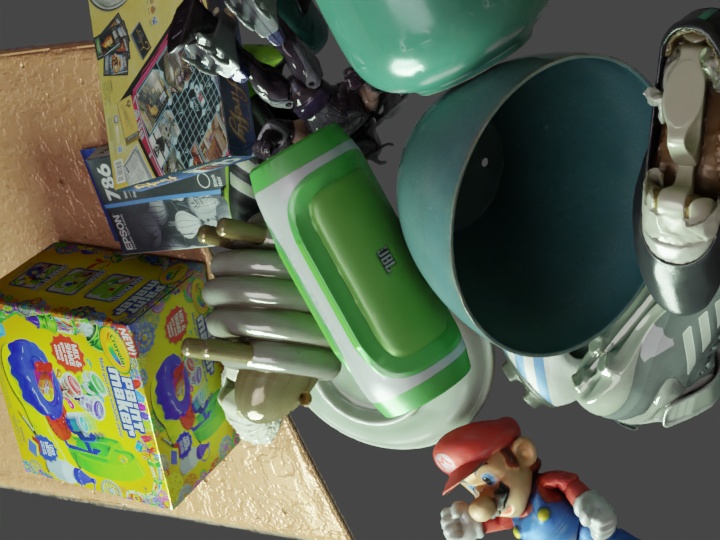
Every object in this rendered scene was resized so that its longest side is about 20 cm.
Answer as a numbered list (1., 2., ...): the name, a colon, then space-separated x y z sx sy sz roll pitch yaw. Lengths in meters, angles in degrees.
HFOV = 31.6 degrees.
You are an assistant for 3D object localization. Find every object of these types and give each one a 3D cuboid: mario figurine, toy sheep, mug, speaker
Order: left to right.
1. toy sheep: -0.063 0.018 0.988 0.136 0.137 0.203 6 85 31
2. speaker: 0.000 0.000 0.909 0.088 0.088 0.201 -26 96 41
3. mug: 0.052 -0.193 0.857 0.151 0.185 0.115 -26 105 16
4. mario figurine: 0.138 0.209 1.046 0.199 0.106 0.124 39 97 -2

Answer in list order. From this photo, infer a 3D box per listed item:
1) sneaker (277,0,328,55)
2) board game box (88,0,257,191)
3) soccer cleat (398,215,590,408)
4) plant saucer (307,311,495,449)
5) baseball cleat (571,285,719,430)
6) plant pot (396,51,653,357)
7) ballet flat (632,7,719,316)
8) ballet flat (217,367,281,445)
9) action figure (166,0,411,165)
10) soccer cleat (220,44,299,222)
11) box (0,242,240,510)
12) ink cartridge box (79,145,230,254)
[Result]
1. sneaker: -0.074 -0.251 0.941 0.079 0.072 0.201 -32 113 15
2. board game box: -0.154 -0.175 1.014 0.134 0.034 0.203 -11 86 38
3. soccer cleat: 0.116 0.013 0.984 0.086 0.070 0.200 -41 93 25
4. plant saucer: 0.012 0.073 1.067 0.198 0.050 0.202 9 118 18
5. baseball cleat: 0.241 0.036 0.915 0.106 0.070 0.200 26 123 -24
6. plant pot: 0.101 -0.058 0.880 0.134 0.199 0.202 26 134 52
7. ballet flat: 0.208 -0.068 0.821 0.072 0.073 0.203 11 101 28
8. ballet flat: -0.105 0.092 1.170 0.071 0.072 0.202 24 128 20
9. action figure: -0.047 -0.135 0.934 0.130 0.070 0.200 -37 125 22
10. soccer cleat: -0.072 -0.084 1.039 0.080 0.068 0.202 -3 109 21
11. box: -0.239 0.096 1.225 0.191 0.122 0.202 7 120 29
12. ink cartridge box: -0.178 -0.069 1.142 0.198 0.039 0.100 -5 114 36
